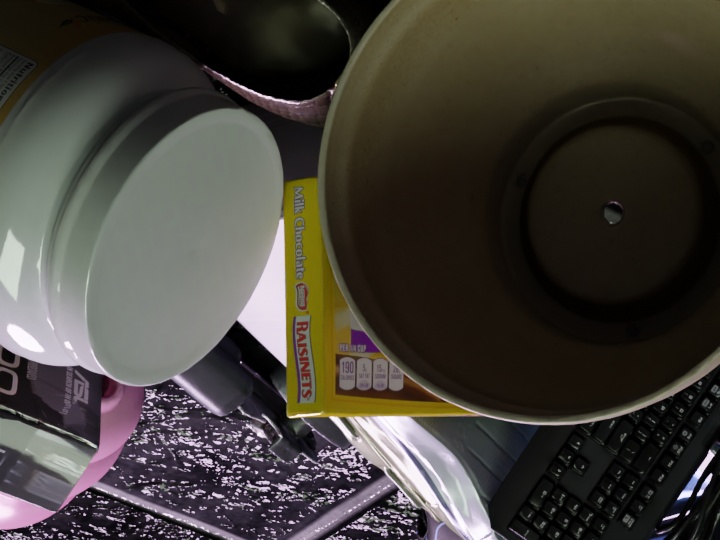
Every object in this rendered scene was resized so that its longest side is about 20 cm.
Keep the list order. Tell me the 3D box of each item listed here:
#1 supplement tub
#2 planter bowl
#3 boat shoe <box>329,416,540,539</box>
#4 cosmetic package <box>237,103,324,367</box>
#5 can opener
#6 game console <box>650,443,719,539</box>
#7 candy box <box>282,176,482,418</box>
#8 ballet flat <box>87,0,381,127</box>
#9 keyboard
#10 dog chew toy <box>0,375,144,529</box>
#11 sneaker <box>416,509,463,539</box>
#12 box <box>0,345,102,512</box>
[{"bbox_3d":[-0.146,-0.047,0.776,0.199,0.145,0.145,26,155,28],"label":"supplement tub"},{"bbox_3d":[0.098,-0.031,0.772,0.198,0.202,0.135,-4,170,21],"label":"planter bowl"},{"bbox_3d":[0.040,0.085,0.914,0.062,0.072,0.200,-2,139,39],"label":"boat shoe"},{"bbox_3d":[0.000,0.000,0.920,0.106,0.091,0.200,-12,138,28],"label":"cosmetic package"},{"bbox_3d":[-0.078,0.050,1.058,0.066,0.053,0.200,-43,129,10],"label":"can opener"},{"bbox_3d":[0.120,0.152,0.975,0.117,0.172,0.200,15,158,-23],"label":"game console"},{"bbox_3d":[0.036,0.017,0.844,0.026,0.103,0.199,-9,171,37],"label":"candy box"},{"bbox_3d":[-0.058,-0.113,0.784,0.199,0.046,0.068,28,107,-21],"label":"ballet flat"},{"bbox_3d":[0.155,0.068,0.874,0.104,0.201,0.040,34,-179,2],"label":"keyboard"},{"bbox_3d":[-0.188,0.079,1.035,0.124,0.126,0.199,27,153,-24],"label":"dog chew toy"},{"bbox_3d":[0.077,0.180,1.192,0.078,0.070,0.200,41,165,16],"label":"sneaker"},{"bbox_3d":[-0.204,0.012,0.887,0.157,0.201,0.050,25,118,-21],"label":"box"}]
